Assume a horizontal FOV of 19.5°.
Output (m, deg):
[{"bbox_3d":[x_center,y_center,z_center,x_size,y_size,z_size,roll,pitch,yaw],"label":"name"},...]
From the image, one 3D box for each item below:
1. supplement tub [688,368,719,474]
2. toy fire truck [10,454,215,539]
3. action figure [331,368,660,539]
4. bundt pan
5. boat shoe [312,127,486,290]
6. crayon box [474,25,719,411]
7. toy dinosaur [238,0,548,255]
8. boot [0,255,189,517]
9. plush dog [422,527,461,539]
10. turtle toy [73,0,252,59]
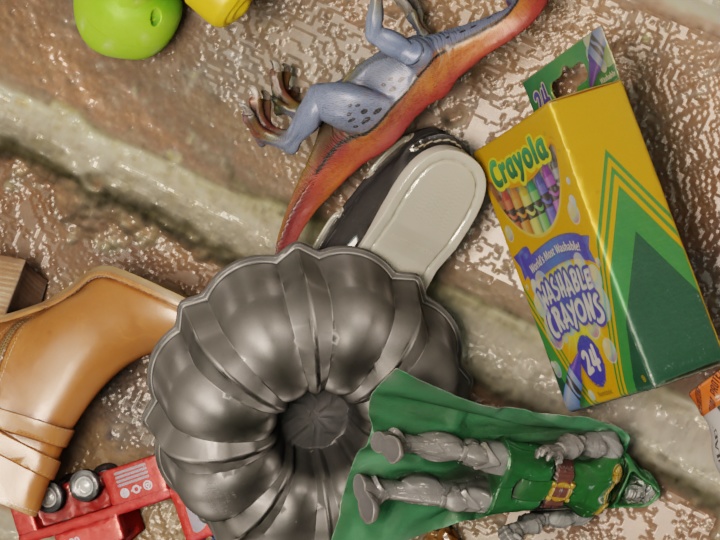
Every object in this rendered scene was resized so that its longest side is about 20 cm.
[{"bbox_3d":[0.282,0.120,1.170,0.123,0.123,0.200,-39,82,12],"label":"supplement tub"},{"bbox_3d":[-0.155,0.193,1.320,0.200,0.049,0.141,-18,87,13],"label":"toy fire truck"},{"bbox_3d":[0.090,0.118,1.204,0.055,0.200,0.118,55,131,48],"label":"action figure"},{"bbox_3d":[-0.025,0.089,1.227,0.202,0.076,0.202,-3,110,-9],"label":"bundt pan"},{"bbox_3d":[0.000,0.000,1.273,0.074,0.060,0.200,27,104,-24],"label":"boat shoe"},{"bbox_3d":[0.129,-0.025,1.203,0.052,0.126,0.200,-18,85,-19],"label":"crayon box"},{"bbox_3d":[0.029,-0.113,1.247,0.181,0.105,0.200,-5,101,20],"label":"toy dinosaur"},{"bbox_3d":[-0.182,0.077,1.294,0.200,0.074,0.155,6,72,28],"label":"boot"},{"bbox_3d":[0.057,0.233,1.203,0.200,0.172,0.161,-17,86,15],"label":"plush dog"},{"bbox_3d":[-0.106,-0.213,1.273,0.146,0.101,0.200,43,101,7],"label":"turtle toy"}]
